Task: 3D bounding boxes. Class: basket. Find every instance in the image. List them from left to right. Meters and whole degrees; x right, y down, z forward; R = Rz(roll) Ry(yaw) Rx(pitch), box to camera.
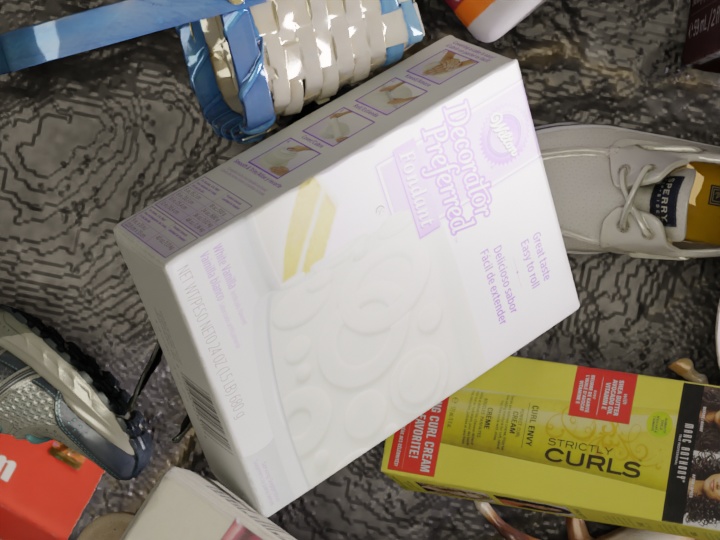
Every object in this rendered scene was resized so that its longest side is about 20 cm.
[{"bbox_3d":[-0.083,-0.130,0.788,0.198,0.176,0.140,-22,103,-14],"label":"basket"}]

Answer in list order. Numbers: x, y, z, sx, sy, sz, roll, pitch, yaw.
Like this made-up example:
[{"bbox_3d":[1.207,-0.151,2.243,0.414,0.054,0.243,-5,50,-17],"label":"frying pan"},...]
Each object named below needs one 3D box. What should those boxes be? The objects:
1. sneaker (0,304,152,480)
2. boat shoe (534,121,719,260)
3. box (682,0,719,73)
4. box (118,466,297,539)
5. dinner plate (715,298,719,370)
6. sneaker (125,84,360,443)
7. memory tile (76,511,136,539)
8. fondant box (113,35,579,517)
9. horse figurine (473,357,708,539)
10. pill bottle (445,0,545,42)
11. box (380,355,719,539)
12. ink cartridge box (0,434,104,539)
[{"bbox_3d":[-0.199,0.057,0.840,0.199,0.078,0.087,35,87,8],"label":"sneaker"},{"bbox_3d":[0.153,-0.037,0.840,0.198,0.070,0.072,8,92,-1],"label":"boat shoe"},{"bbox_3d":[0.263,-0.192,0.787,0.162,0.166,0.202,7,92,0],"label":"box"},{"bbox_3d":[-0.028,0.193,0.738,0.199,0.128,0.109,33,83,10],"label":"box"},{"bbox_3d":[0.264,-0.002,0.827,0.198,0.024,0.202,-11,121,-19],"label":"dinner plate"},{"bbox_3d":[-0.048,-0.009,0.823,0.060,0.104,0.201,34,92,-1],"label":"sneaker"},{"bbox_3d":[-0.103,0.236,0.814,0.200,0.017,0.153,44,90,11],"label":"memory tile"},{"bbox_3d":[0.000,0.000,0.768,0.199,0.058,0.145,-32,123,-22],"label":"fondant box"},{"bbox_3d":[0.150,0.133,0.859,0.199,0.050,0.133,-30,85,4],"label":"horse figurine"},{"bbox_3d":[0.042,-0.224,0.812,0.109,0.110,0.200,-39,92,1],"label":"pill bottle"},{"bbox_3d":[0.115,0.087,0.816,0.198,0.050,0.076,8,75,21],"label":"box"},{"bbox_3d":[-0.243,0.139,0.857,0.162,0.057,0.201,29,97,-1],"label":"ink cartridge box"}]
